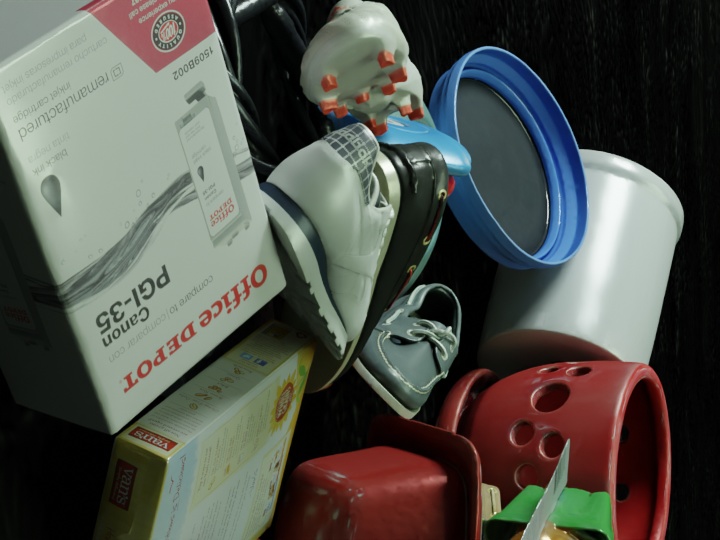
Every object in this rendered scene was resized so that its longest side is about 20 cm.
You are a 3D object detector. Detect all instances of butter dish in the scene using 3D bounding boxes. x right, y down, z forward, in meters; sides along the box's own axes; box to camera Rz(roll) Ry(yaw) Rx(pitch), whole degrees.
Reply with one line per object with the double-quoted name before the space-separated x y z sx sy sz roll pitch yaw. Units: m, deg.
"butter dish" -0.011 0.201 1.108 0.199 0.146 0.203 -177 -90 -69

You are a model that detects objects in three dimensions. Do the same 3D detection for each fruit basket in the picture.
"fruit basket" 0.110 0.240 1.083 0.200 0.093 0.187 -49 138 -48

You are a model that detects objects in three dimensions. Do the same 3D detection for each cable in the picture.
"cable" -0.053 -0.119 0.996 0.200 0.050 0.165 20 67 -73

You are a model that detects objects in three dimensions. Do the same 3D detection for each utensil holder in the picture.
"utensil holder" 0.208 0.016 1.570 0.170 0.168 0.202 62 37 -49

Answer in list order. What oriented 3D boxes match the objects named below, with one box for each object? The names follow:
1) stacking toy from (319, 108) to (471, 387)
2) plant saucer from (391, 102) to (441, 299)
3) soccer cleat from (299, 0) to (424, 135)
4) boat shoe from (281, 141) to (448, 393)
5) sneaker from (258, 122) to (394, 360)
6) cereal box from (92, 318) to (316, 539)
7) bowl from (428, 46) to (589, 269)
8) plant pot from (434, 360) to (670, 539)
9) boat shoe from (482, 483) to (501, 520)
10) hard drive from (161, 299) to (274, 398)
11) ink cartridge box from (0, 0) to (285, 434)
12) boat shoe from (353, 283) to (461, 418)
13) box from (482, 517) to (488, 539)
"stacking toy" -0.005 -0.009 1.166 0.109 0.116 0.202 9 102 -28
"plant saucer" 0.031 -0.067 1.309 0.201 0.038 0.204 1 90 -66
"soccer cleat" -0.003 -0.135 1.015 0.200 0.069 0.078 23 46 -80
"boat shoe" 0.002 0.002 1.083 0.063 0.074 0.203 -12 139 -39
"sneaker" -0.014 -0.013 0.969 0.081 0.076 0.200 -45 164 -13
"cereal box" -0.094 0.127 0.968 0.200 0.039 0.145 -36 144 -62
"bowl" 0.130 -0.095 1.456 0.200 0.039 0.203 28 52 -42
"plant pot" 0.163 0.178 1.450 0.200 0.181 0.203 1 90 -67
"boat shoe" 0.101 0.235 1.287 0.201 0.068 0.074 -102 -161 -49
"hard drive" -0.104 -0.035 0.988 0.135 0.042 0.202 -45 131 -59
"ink cartridge box" -0.129 -0.044 0.828 0.146 0.082 0.202 -41 129 -37
"boat shoe" 0.040 0.053 1.244 0.073 0.062 0.200 46 14 -2
"box" 0.053 0.233 1.237 0.200 0.047 0.124 177 -86 -79
